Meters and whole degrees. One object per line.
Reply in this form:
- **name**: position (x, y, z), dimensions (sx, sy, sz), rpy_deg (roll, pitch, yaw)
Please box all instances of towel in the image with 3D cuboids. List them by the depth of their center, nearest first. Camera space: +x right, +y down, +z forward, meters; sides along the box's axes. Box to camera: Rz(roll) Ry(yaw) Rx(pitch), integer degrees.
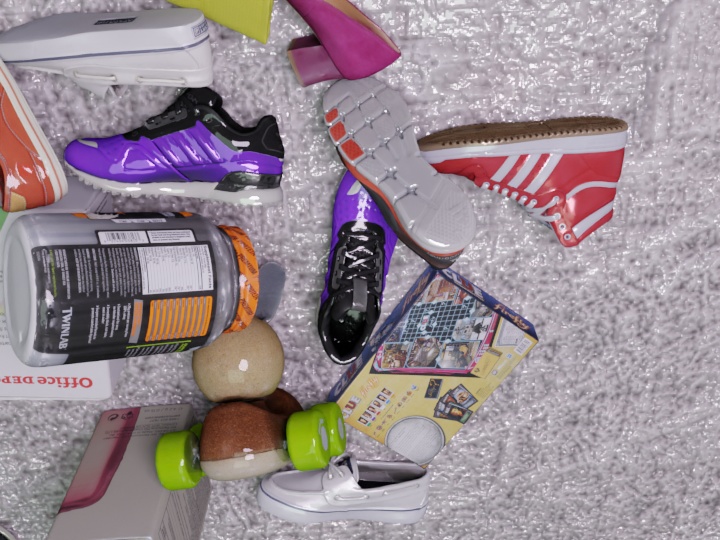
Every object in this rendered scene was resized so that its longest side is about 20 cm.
- **towel**: position (-0.160, -0.253, 0.677), dimensions (0.196, 0.018, 0.086), rpy_deg (24, 151, 0)

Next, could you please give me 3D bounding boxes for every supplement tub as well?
- **supplement tub**: position (-0.194, 0.012, 0.723), dimensions (0.197, 0.123, 0.125), rpy_deg (-3, 123, -36)

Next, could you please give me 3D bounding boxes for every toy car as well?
- **toy car**: position (-0.116, 0.100, 0.843), dimensions (0.160, 0.158, 0.205), rpy_deg (-10, 85, 9)

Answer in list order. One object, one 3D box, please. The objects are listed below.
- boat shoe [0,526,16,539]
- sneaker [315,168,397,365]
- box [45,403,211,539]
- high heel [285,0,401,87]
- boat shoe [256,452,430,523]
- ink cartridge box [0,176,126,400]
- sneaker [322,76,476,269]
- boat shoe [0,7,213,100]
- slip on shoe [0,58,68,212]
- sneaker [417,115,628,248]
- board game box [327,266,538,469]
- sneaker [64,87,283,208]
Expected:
- **boat shoe**: position (-0.501, 0.317, 0.976), dimensions (0.196, 0.066, 0.075), rpy_deg (26, 114, -13)
- **sneaker**: position (0.001, 0.000, 0.797), dimensions (0.068, 0.100, 0.204), rpy_deg (8, 114, -5)
- **box**: position (-0.230, 0.252, 0.869), dimensions (0.106, 0.201, 0.130), rpy_deg (-5, 118, 4)
- **high heel**: position (-0.036, -0.250, 0.691), dimensions (0.094, 0.068, 0.202), rpy_deg (-11, 132, 16)
- **boat shoe**: position (-0.017, 0.236, 0.942), dimensions (0.195, 0.074, 0.067), rpy_deg (3, 113, -14)
- **ink cartridge box**: position (-0.312, 0.018, 0.815), dimensions (0.141, 0.084, 0.204), rpy_deg (1, 116, -1)
- **sneaker**: position (0.025, -0.080, 0.739), dimensions (0.076, 0.202, 0.082), rpy_deg (-25, 157, -13)
- **boat shoe**: position (-0.218, -0.181, 0.717), dimensions (0.195, 0.073, 0.067), rpy_deg (-2, 124, 9)
- **slip on shoe**: position (-0.326, -0.140, 0.717), dimensions (0.061, 0.074, 0.203), rpy_deg (-32, 94, -30)
- **sneaker**: position (0.146, -0.077, 0.778), dimensions (0.195, 0.072, 0.115), rpy_deg (-4, 114, -1)
- **board game box**: position (0.073, 0.103, 0.888), dimensions (0.134, 0.035, 0.201), rpy_deg (32, 113, -15)
- **sneaker**: position (-0.163, -0.119, 0.755), dimensions (0.195, 0.070, 0.102), rpy_deg (6, 108, -5)
